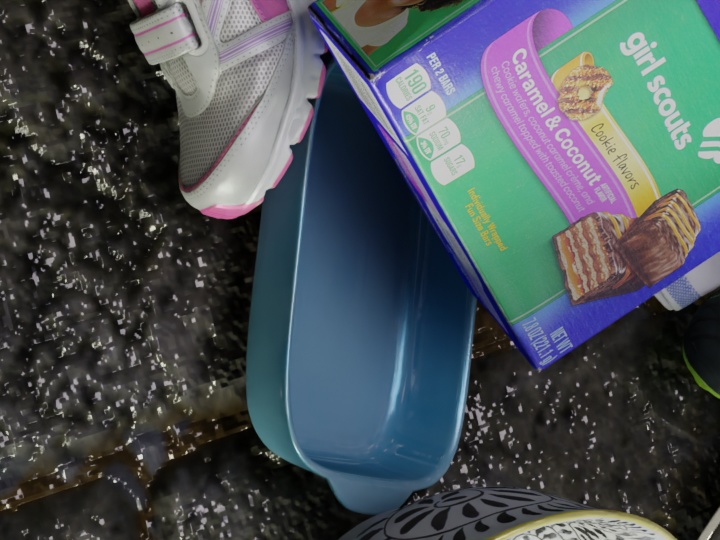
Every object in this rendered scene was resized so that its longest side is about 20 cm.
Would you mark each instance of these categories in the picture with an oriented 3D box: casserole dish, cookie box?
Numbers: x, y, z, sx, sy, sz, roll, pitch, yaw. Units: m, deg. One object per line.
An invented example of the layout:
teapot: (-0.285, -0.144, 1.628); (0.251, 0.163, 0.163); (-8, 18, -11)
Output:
casserole dish: (0.000, 0.000, 0.955); (0.121, 0.039, 0.200); (14, 78, -50)
cookie box: (0.108, -0.084, 0.911); (0.200, 0.075, 0.171); (-34, 128, -2)

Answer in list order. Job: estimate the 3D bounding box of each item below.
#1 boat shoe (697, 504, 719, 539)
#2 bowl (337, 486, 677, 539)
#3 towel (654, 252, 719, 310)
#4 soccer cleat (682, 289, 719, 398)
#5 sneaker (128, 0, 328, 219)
boat shoe: (0.242, 0.078, 1.076); (0.200, 0.067, 0.057); (-42, 67, -9)
bowl: (0.031, 0.156, 0.926); (0.201, 0.094, 0.201); (-20, 129, -27)
towel: (0.178, -0.076, 1.022); (0.147, 0.200, 0.024); (48, 23, -23)
soccer cleat: (0.225, 0.006, 1.082); (0.200, 0.081, 0.068); (-22, 60, -41)
sneaker: (-0.070, -0.119, 0.916); (0.088, 0.081, 0.200); (2, 79, -29)
